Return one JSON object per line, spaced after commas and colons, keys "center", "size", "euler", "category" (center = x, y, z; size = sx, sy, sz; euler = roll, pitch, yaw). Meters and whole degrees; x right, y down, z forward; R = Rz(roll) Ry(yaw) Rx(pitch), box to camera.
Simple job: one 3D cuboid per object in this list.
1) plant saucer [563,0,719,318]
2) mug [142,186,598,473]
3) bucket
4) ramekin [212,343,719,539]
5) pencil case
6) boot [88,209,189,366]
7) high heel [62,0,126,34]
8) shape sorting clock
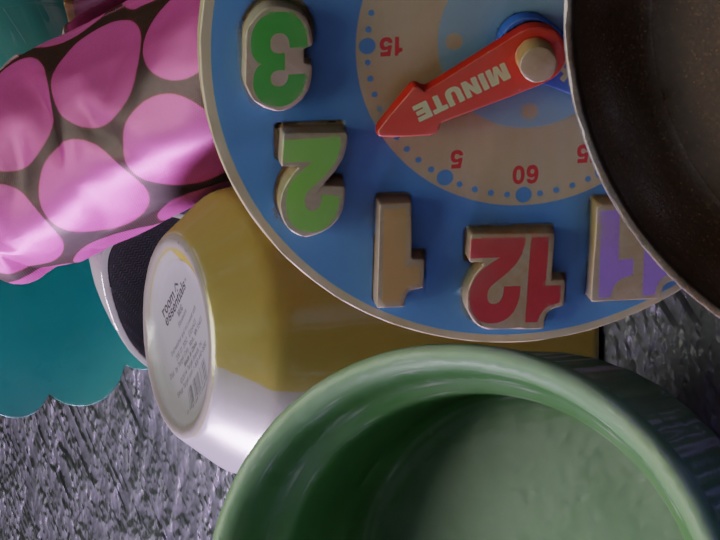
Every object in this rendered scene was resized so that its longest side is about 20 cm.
{"center": [0.156, -0.070, 0.834], "size": [0.032, 0.200, 0.201], "euler": [-26, -62, -66], "category": "plant saucer"}
{"center": [-0.003, 0.003, 1.198], "size": [0.149, 0.153, 0.187], "euler": [-150, 58, -63], "category": "mug"}
{"center": [-0.171, -0.043, 1.531], "size": [0.135, 0.207, 0.208], "euler": [-118, 32, -45], "category": "bucket"}
{"center": [0.053, 0.122, 1.051], "size": [0.199, 0.098, 0.201], "euler": [2, 95, 24], "category": "ramekin"}
{"center": [-0.092, -0.070, 1.216], "size": [0.200, 0.091, 0.094], "euler": [-23, 60, 32], "category": "pencil case"}
{"center": [-0.081, -0.019, 1.381], "size": [0.200, 0.072, 0.145], "euler": [51, -165, -53], "category": "boot"}
{"center": [-0.088, -0.100, 1.388], "size": [0.200, 0.096, 0.068], "euler": [-106, 3, -70], "category": "high heel"}
{"center": [0.051, -0.070, 0.890], "size": [0.039, 0.199, 0.201], "euler": [-110, 24, -62], "category": "shape sorting clock"}
